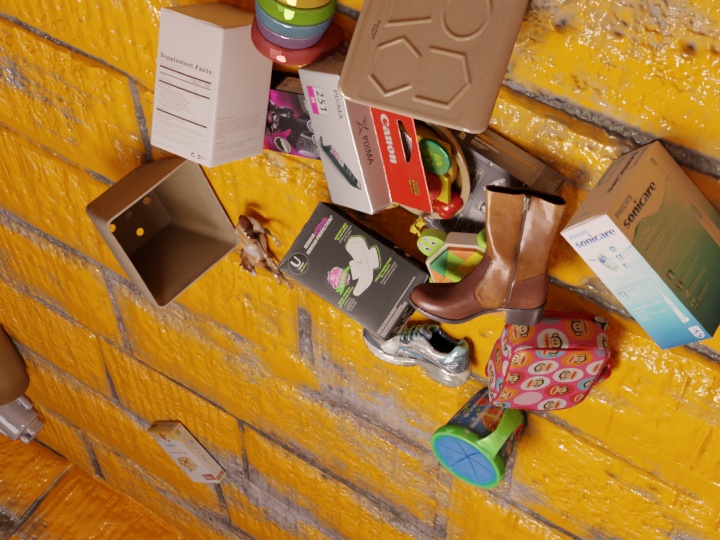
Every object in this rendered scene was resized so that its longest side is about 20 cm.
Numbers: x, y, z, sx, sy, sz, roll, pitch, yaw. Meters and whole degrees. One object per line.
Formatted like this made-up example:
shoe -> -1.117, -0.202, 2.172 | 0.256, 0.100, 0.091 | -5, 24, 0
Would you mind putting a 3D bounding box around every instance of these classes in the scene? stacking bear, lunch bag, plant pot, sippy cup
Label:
stacking bear -> -0.075, -0.367, 1.410 | 0.121, 0.114, 0.200 | 33, 143, 12
lunch bag -> 0.285, 0.137, 1.639 | 0.176, 0.082, 0.200 | 2, 147, -8
plant pot -> -0.376, -0.085, 2.010 | 0.177, 0.200, 0.200 | 21, 145, 47
plant pot -> -1.046, 0.251, 3.163 | 0.186, 0.186, 0.200 | 22, 129, 27
sippy cup -> 0.207, 0.274, 1.886 | 0.178, 0.130, 0.140 | 7, 135, 41

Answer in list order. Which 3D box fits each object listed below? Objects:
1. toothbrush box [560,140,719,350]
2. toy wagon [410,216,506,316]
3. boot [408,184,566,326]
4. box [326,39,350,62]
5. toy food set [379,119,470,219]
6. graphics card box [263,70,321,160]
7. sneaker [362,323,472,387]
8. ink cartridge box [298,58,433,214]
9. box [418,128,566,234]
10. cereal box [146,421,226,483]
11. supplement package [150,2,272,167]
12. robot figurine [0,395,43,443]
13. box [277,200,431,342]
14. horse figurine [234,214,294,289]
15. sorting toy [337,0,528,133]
toothbrush box -> 0.357, -0.029, 1.333 | 0.200, 0.146, 0.085 | 47, 148, -12
toy wagon -> 0.153, -0.005, 1.566 | 0.200, 0.040, 0.155 | 30, 146, -10
boot -> 0.162, -0.019, 1.462 | 0.188, 0.069, 0.200 | 9, 129, 9
box -> 0.022, -0.229, 1.537 | 0.200, 0.041, 0.039 | 48, 147, -11
toy food set -> 0.061, -0.147, 1.503 | 0.200, 0.049, 0.198 | 27, 145, 28
graphics card box -> -0.117, -0.235, 1.667 | 0.200, 0.051, 0.126 | 15, 140, 33
sneaker -> 0.099, 0.117, 1.876 | 0.200, 0.078, 0.086 | 19, 131, 19
ink cartridge box -> 0.006, -0.169, 1.458 | 0.174, 0.044, 0.200 | 21, 132, 51
box -> 0.175, -0.098, 1.533 | 0.158, 0.048, 0.200 | 32, 148, 10
cereal box -> -0.455, 0.476, 2.924 | 0.144, 0.040, 0.200 | -12, 122, 52
supplement package -> -0.209, -0.267, 1.587 | 0.120, 0.121, 0.200 | 23, 117, 29
robot figurine -> -1.087, 0.450, 3.487 | 0.200, 0.113, 0.170 | 42, 111, -2
box -> 0.000, 0.000, 1.714 | 0.200, 0.124, 0.149 | 35, -174, 8
horse figurine -> -0.181, -0.040, 1.968 | 0.133, 0.050, 0.200 | 42, 162, 31
sorting toy -> 0.086, -0.270, 1.324 | 0.200, 0.185, 0.036 | 19, -176, 27
